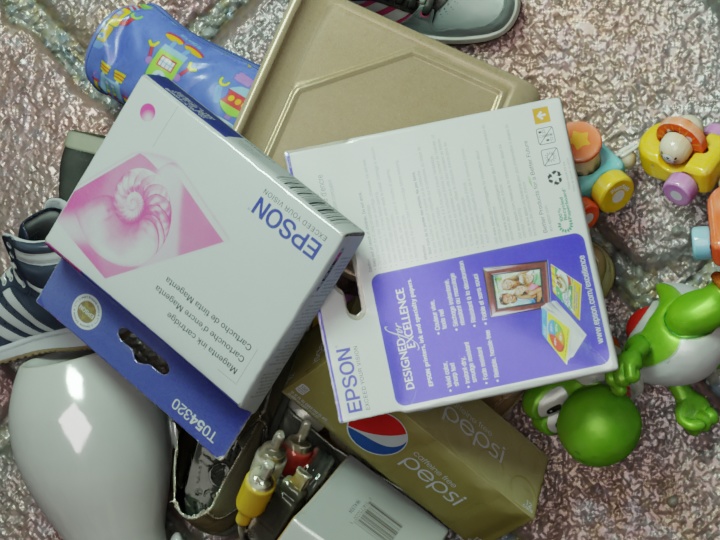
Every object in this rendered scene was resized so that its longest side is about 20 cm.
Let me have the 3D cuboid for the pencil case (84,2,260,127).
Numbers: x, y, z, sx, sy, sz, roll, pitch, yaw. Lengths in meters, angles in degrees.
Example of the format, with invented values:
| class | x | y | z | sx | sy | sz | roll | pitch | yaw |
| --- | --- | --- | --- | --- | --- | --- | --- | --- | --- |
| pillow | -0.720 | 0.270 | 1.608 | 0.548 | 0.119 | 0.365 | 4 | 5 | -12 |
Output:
| class | x | y | z | sx | sy | sz | roll | pitch | yaw |
| --- | --- | --- | --- | --- | --- | --- | --- | --- | --- |
| pencil case | -0.115 | -0.136 | 1.429 | 0.200 | 0.078 | 0.087 | 29 | 97 | 23 |

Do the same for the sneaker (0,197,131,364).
| class | x | y | z | sx | sy | sz | roll | pitch | yaw |
| --- | --- | --- | --- | --- | --- | --- | --- | --- | --- |
| sneaker | -0.262 | 0.009 | 1.444 | 0.200 | 0.070 | 0.109 | -9 | 115 | 35 |

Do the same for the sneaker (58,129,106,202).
| class | x | y | z | sx | sy | sz | roll | pitch | yaw |
| --- | --- | --- | --- | --- | --- | --- | --- | --- | --- |
| sneaker | -0.146 | -0.038 | 1.463 | 0.200 | 0.075 | 0.107 | 15 | 97 | 21 |

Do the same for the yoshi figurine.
| class | x | y | z | sx | sy | sz | roll | pitch | yaw |
| --- | --- | --- | --- | --- | --- | --- | --- | --- | --- |
| yoshi figurine | 0.217 | 0.080 | 1.364 | 0.200 | 0.112 | 0.113 | -29 | 93 | 11 |

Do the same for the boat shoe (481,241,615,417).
| class | x | y | z | sx | sy | sz | roll | pitch | yaw |
| --- | --- | --- | --- | --- | --- | --- | --- | --- | --- |
| boat shoe | 0.109 | 0.053 | 1.407 | 0.071 | 0.065 | 0.200 | 42 | 97 | 9 |

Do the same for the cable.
| class | x | y | z | sx | sy | sz | roll | pitch | yaw |
| --- | --- | --- | --- | --- | --- | --- | --- | --- | --- |
| cable | -0.082 | 0.190 | 1.384 | 0.050 | 0.097 | 0.200 | 39 | 122 | 9 |

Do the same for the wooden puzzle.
| class | x | y | z | sx | sy | sz | roll | pitch | yaw |
| --- | --- | --- | --- | --- | --- | --- | --- | --- | --- |
| wooden puzzle | 0.009 | -0.086 | 1.356 | 0.200 | 0.037 | 0.185 | 25 | 84 | -6 |

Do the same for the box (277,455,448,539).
| class | x | y | z | sx | sy | sz | roll | pitch | yaw |
| --- | --- | --- | --- | --- | --- | --- | --- | --- | --- |
| box | -0.040 | 0.255 | 1.376 | 0.097 | 0.124 | 0.200 | 36 | 113 | 5 |

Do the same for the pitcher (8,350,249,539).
| class | x | y | z | sx | sy | sz | roll | pitch | yaw |
| --- | --- | --- | --- | --- | --- | --- | --- | --- | --- |
| pitcher | -0.175 | 0.153 | 1.449 | 0.171 | 0.121 | 0.201 | -15 | 97 | -8 |

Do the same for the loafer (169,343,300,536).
| class | x | y | z | sx | sy | sz | roll | pitch | yaw |
| --- | --- | --- | --- | --- | --- | --- | --- | --- | --- |
| loafer | -0.095 | 0.100 | 1.380 | 0.075 | 0.070 | 0.201 | 9 | 91 | 19 |

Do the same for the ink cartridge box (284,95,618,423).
| class | x | y | z | sx | sy | sz | roll | pitch | yaw |
| --- | --- | --- | --- | --- | --- | --- | --- | --- | --- |
| ink cartridge box | 0.062 | -0.007 | 1.307 | 0.199 | 0.043 | 0.199 | -11 | 83 | -2 |

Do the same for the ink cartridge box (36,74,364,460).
| class | x | y | z | sx | sy | sz | roll | pitch | yaw |
| --- | --- | --- | --- | --- | --- | --- | --- | --- | --- |
| ink cartridge box | -0.124 | -0.001 | 1.307 | 0.196 | 0.043 | 0.200 | 37 | 105 | 20 |

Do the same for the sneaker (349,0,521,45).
| class | x | y | z | sx | sy | sz | roll | pitch | yaw |
| --- | --- | --- | --- | --- | --- | --- | --- | --- | --- |
| sneaker | 0.019 | -0.227 | 1.400 | 0.200 | 0.121 | 0.084 | 16 | 93 | 11 |

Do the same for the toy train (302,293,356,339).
| class | x | y | z | sx | sy | sz | roll | pitch | yaw |
| --- | --- | --- | --- | --- | --- | --- | --- | --- | --- |
| toy train | 0.000 | 0.000 | 1.415 | 0.200 | 0.056 | 0.151 | -20 | 65 | 8 |

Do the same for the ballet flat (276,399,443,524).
| class | x | y | z | sx | sy | sz | roll | pitch | yaw |
| --- | --- | --- | --- | --- | --- | --- | --- | --- | --- |
| ballet flat | -0.009 | 0.123 | 1.427 | 0.200 | 0.067 | 0.064 | 38 | 119 | 4 |

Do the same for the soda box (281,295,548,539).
| class | x | y | z | sx | sy | sz | roll | pitch | yaw |
| --- | --- | --- | --- | --- | --- | --- | --- | --- | --- |
| soda box | 0.043 | 0.113 | 1.360 | 0.200 | 0.068 | 0.064 | 40 | 130 | -17 |

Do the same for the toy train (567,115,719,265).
| class | x | y | z | sx | sy | sz | roll | pitch | yaw |
| --- | --- | --- | --- | --- | --- | --- | --- | --- | --- |
| toy train | 0.208 | -0.058 | 1.347 | 0.199 | 0.056 | 0.150 | -1 | 47 | 14 |
